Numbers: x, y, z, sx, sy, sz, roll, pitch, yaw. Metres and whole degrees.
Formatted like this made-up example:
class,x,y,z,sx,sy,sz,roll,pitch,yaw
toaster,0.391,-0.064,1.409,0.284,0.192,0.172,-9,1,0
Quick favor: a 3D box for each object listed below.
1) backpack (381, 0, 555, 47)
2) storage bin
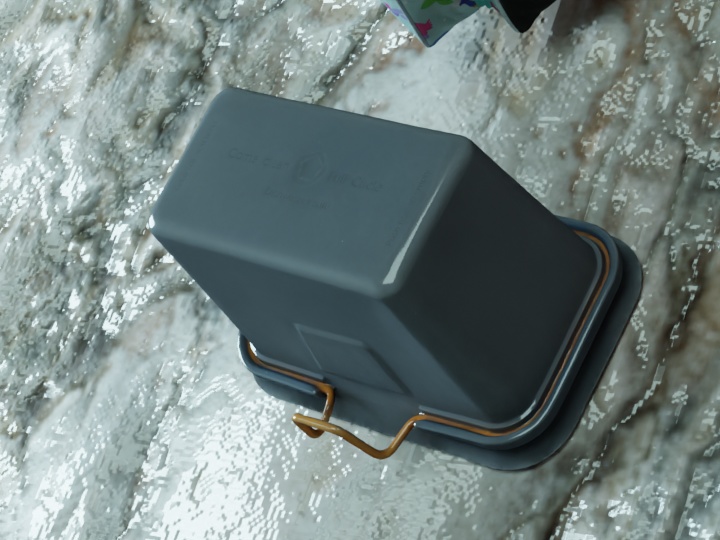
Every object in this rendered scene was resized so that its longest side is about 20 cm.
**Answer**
class,x,y,z,sx,sy,sz,roll,pitch,yaw
backpack,0.033,-0.224,1.185,0.151,0.178,0.200,-30,45,9
storage bin,0.000,0.000,1.089,0.200,0.134,0.146,15,71,41
